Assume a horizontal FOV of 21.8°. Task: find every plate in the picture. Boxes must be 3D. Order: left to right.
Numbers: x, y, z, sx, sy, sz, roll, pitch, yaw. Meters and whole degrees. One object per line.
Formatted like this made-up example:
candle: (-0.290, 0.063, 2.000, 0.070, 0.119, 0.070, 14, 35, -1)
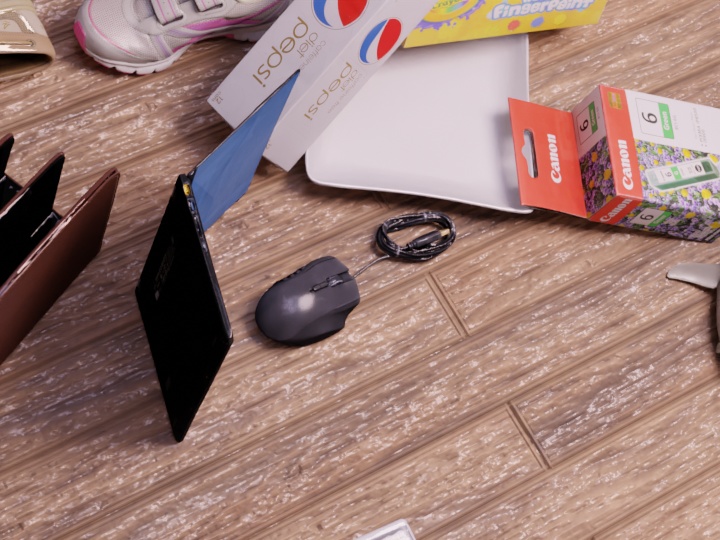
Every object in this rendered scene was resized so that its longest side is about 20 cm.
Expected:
plate: (0.047, -0.142, 1.573, 0.198, 0.032, 0.201, 8, 63, -14)

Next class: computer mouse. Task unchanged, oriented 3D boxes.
computer mouse: (0.000, 0.000, 1.486, 0.199, 0.034, 0.059, -32, 76, -29)

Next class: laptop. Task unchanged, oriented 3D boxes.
laptop: (-0.091, -0.009, 1.371, 0.115, 0.188, 0.202, -9, 67, -21)

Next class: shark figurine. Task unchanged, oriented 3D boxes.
shark figurine: (0.333, 0.042, 1.542, 0.127, 0.090, 0.216, 5, 61, -14)

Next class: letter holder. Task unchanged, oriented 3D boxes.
letter holder: (-0.274, -0.007, 1.338, 0.100, 0.142, 0.200, 36, 59, 2)

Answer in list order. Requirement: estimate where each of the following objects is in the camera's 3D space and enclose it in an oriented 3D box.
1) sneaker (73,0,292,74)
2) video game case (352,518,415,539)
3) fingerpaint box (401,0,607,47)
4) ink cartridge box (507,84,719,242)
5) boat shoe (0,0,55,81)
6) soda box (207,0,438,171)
sneaker: (-0.140, -0.226, 1.523, 0.199, 0.088, 0.082, -20, 72, -25)
video game case: (-0.012, 0.296, 1.339, 0.199, 0.023, 0.183, -20, 72, -25)
fingerpaint box: (0.096, -0.281, 1.610, 0.198, 0.074, 0.168, -11, 53, -26)
ink cartridge box: (0.225, -0.095, 1.577, 0.198, 0.050, 0.110, 9, 61, -26)
boat shoe: (-0.331, -0.160, 1.439, 0.199, 0.071, 0.065, -23, 72, -27)
soda box: (-0.025, -0.180, 1.483, 0.200, 0.064, 0.068, -48, 64, 6)
